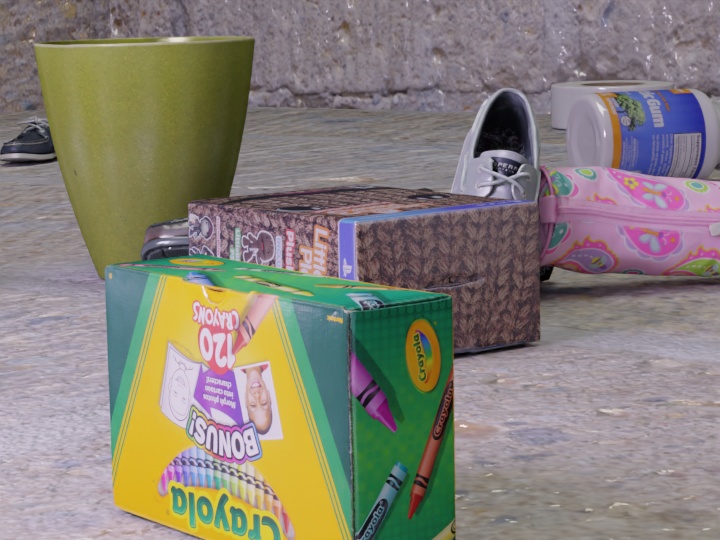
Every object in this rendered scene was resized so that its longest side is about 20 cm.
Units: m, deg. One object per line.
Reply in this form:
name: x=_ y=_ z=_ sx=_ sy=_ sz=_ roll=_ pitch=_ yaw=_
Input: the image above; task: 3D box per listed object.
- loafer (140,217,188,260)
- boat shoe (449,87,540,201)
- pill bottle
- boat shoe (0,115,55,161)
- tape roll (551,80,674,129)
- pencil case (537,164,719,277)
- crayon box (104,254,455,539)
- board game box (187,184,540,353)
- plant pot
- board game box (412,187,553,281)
loafer: x=-0.080 y=-0.028 z=1.749 sx=0.199 sy=0.063 sz=0.072 roll=2 pitch=-29 yaw=-8
boat shoe: x=0.101 y=-0.064 z=1.625 sx=0.070 sy=0.072 sz=0.201 roll=11 pitch=43 yaw=-3
pill bottle: x=0.350 y=-0.155 z=2.495 sx=0.199 sy=0.113 sz=0.112 roll=-5 pitch=9 yaw=-19
boat shoe: x=-0.452 y=-0.189 z=3.052 sx=0.075 sy=0.062 sz=0.200 roll=5 pitch=10 yaw=25
tape roll: x=0.407 y=-0.268 z=3.459 sx=0.201 sy=0.071 sz=0.202 roll=-2 pitch=8 yaw=0
pencil case: x=0.225 y=-0.037 z=1.696 sx=0.199 sy=0.088 sz=0.087 roll=5 pitch=6 yaw=-15
crayon box: x=-0.040 y=0.062 z=0.956 sx=0.058 sy=0.119 sz=0.200 roll=-7 pitch=9 yaw=-36
board game box: x=0.000 y=0.000 z=1.477 sx=0.159 sy=0.097 sz=0.200 roll=-7 pitch=10 yaw=-38
plant pot: x=-0.179 y=-0.095 z=1.815 sx=0.186 sy=0.201 sz=0.187 roll=-1 pitch=7 yaw=0
board game box: x=0.057 y=-0.018 z=1.688 sx=0.135 sy=0.028 sz=0.200 roll=27 pitch=20 yaw=22
